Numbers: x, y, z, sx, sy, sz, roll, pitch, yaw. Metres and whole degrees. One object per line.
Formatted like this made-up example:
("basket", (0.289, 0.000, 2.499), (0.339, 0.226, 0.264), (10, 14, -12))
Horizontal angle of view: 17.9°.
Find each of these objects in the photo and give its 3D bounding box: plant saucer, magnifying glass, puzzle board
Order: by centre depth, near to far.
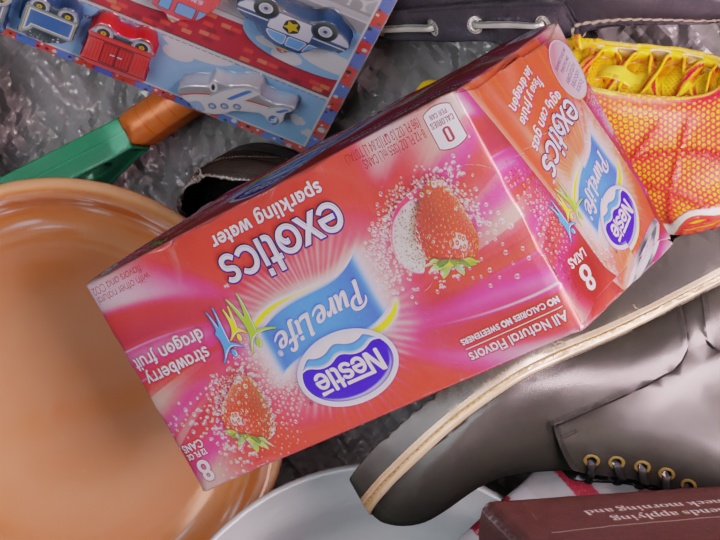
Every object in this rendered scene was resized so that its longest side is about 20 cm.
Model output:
("puzzle board", (-0.088, -0.127, 0.954), (0.198, 0.018, 0.151), (21, 142, -9))
("plant saucer", (-0.131, 0.060, 0.991), (0.198, 0.037, 0.202), (0, 93, -6))
("magnifying glass", (-0.121, -0.053, 1.065), (0.199, 0.079, 0.023), (-33, 79, 20))

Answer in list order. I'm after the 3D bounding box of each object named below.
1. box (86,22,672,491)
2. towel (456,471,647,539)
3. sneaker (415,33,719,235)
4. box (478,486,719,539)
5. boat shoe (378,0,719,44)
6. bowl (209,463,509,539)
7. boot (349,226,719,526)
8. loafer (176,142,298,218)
("box", (0.005, -0.003, 0.886), (0.199, 0.095, 0.100), (-25, 98, 35))
("towel", (0.091, 0.157, 0.922), (0.200, 0.023, 0.144), (-41, 72, -8))
("sneaker", (0.104, -0.057, 0.894), (0.198, 0.073, 0.077), (-11, 124, 27))
("box", (0.142, 0.183, 0.778), (0.200, 0.164, 0.166), (-138, 49, -67))
("boat shoe", (0.079, -0.118, 0.942), (0.199, 0.073, 0.063), (11, 127, 30))
("bowl", (0.013, 0.190, 0.976), (0.199, 0.090, 0.203), (-2, 72, 5))
("boot", (0.109, 0.080, 0.901), (0.199, 0.077, 0.139), (-33, 83, 4))
("loafer", (0.000, 0.000, 0.992), (0.199, 0.071, 0.074), (17, 105, 29))
